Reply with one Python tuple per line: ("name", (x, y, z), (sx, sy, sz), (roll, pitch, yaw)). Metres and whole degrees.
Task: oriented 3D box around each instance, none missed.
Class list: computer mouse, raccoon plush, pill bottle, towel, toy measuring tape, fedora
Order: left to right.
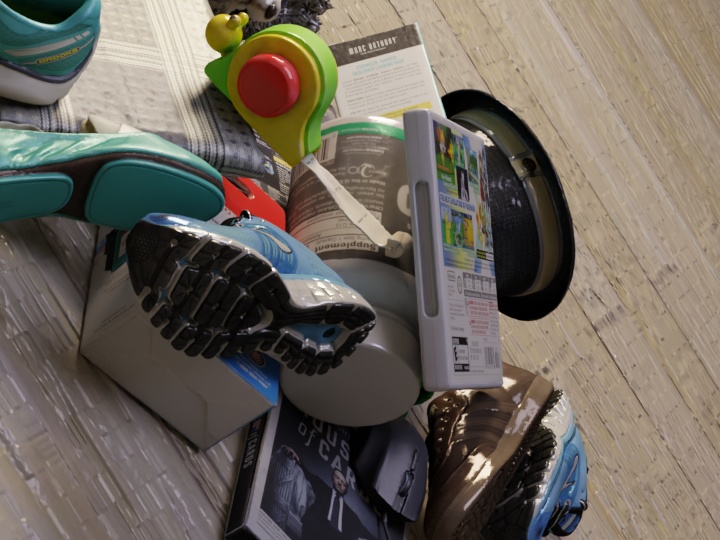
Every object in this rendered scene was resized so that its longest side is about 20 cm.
("towel", (-0.171, -0.140, 1.509), (0.192, 0.035, 0.200), (8, 42, -28))
("raccoon plush", (-0.117, -0.225, 1.713), (0.200, 0.097, 0.134), (19, 3, 42))
("toy measuring tape", (-0.024, -0.100, 1.495), (0.200, 0.074, 0.074), (46, 24, 3))
("pill bottle", (0.000, 0.000, 1.568), (0.113, 0.113, 0.201), (39, 40, -35))
("computer mouse", (0.025, 0.165, 1.532), (0.059, 0.034, 0.200), (44, 27, -31))
("fedora", (0.085, -0.043, 1.855), (0.091, 0.201, 0.201), (-21, 77, -31))

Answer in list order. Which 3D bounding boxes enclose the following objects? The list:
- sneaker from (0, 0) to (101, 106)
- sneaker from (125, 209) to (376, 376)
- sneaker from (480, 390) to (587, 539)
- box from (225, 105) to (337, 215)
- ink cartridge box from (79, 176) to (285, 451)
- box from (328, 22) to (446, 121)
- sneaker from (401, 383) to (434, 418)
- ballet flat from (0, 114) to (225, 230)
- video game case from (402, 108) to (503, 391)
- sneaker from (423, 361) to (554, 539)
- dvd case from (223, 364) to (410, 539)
("sneaker", (-0.251, -0.164, 1.376), (0.199, 0.080, 0.078), (10, 43, -29))
("sneaker", (-0.080, 0.004, 1.402), (0.200, 0.078, 0.090), (25, 23, -51))
("sneaker", (0.144, 0.168, 1.744), (0.090, 0.078, 0.200), (58, 25, -11))
("box", (-0.076, -0.088, 1.687), (0.200, 0.049, 0.162), (28, 39, -48))
("ink cartridge box", (-0.111, 0.004, 1.484), (0.116, 0.067, 0.200), (42, 28, -28))
("box", (0.031, -0.097, 1.790), (0.049, 0.082, 0.201), (76, 0, -57))
("sneaker", (0.023, 0.057, 1.696), (0.200, 0.074, 0.084), (-55, 139, -69))
("ballet flat", (-0.176, -0.065, 1.382), (0.199, 0.067, 0.071), (-2, 51, -31))
("video game case", (0.065, -0.009, 1.553), (0.200, 0.022, 0.183), (10, 75, -76))
("sneaker", (0.072, 0.131, 1.634), (0.075, 0.071, 0.200), (24, 34, 12))
("dvd case", (-0.023, 0.159, 1.518), (0.150, 0.025, 0.200), (48, 26, -22))
